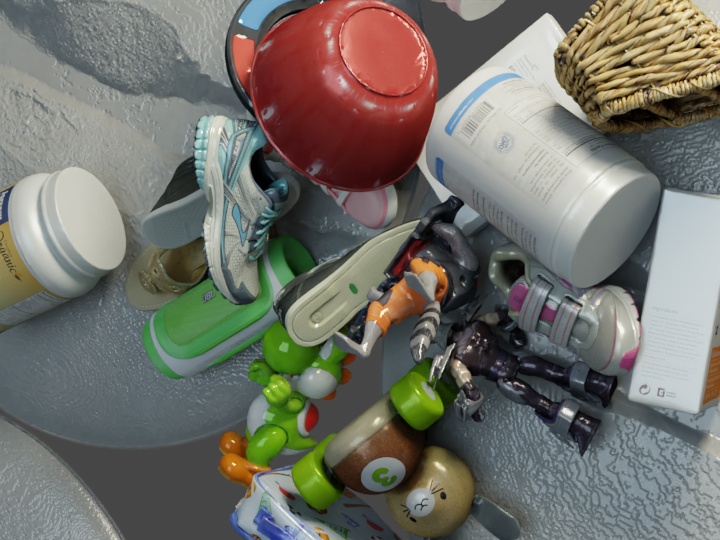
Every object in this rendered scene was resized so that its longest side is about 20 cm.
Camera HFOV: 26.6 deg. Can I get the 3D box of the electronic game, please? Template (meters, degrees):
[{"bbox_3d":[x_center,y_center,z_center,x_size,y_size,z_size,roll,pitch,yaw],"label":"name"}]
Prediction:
[{"bbox_3d":[-0.043,-0.216,1.570,0.201,0.199,0.042,60,154,12],"label":"electronic game"}]

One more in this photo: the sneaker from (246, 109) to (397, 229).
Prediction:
[{"bbox_3d":[-0.050,-0.117,1.594,0.201,0.104,0.075,57,140,17],"label":"sneaker"}]

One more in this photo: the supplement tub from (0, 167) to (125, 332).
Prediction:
[{"bbox_3d":[-0.381,-0.022,1.729,0.198,0.144,0.146,-24,81,23],"label":"supplement tub"}]

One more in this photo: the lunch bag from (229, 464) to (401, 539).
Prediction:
[{"bbox_3d":[-0.038,0.281,1.571,0.199,0.160,0.076,36,104,19],"label":"lunch bag"}]

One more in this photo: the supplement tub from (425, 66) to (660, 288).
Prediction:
[{"bbox_3d":[0.169,-0.091,1.442,0.200,0.131,0.133,41,107,29],"label":"supplement tub"}]

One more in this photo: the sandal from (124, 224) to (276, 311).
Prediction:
[{"bbox_3d":[-0.197,-0.015,1.691,0.210,0.069,0.078,-23,81,24],"label":"sandal"}]

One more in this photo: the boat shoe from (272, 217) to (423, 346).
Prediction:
[{"bbox_3d":[0.000,0.000,1.576,0.199,0.068,0.072,-32,117,-8],"label":"boat shoe"}]

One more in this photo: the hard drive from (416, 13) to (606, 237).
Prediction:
[{"bbox_3d":[0.151,-0.146,1.551,0.199,0.026,0.133,-38,75,21],"label":"hard drive"}]

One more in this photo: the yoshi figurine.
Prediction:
[{"bbox_3d":[-0.092,0.127,1.627,0.112,0.112,0.201,41,104,26],"label":"yoshi figurine"}]

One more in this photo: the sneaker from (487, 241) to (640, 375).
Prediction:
[{"bbox_3d":[0.188,0.036,1.461,0.200,0.087,0.082,44,129,47],"label":"sneaker"}]

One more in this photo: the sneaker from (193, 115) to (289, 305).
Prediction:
[{"bbox_3d":[-0.115,-0.057,1.539,0.085,0.078,0.202,-2,114,12],"label":"sneaker"}]

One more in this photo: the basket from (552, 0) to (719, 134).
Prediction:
[{"bbox_3d":[0.278,-0.171,1.395,0.143,0.200,0.149,-47,73,17],"label":"basket"}]

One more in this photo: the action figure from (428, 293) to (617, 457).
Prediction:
[{"bbox_3d":[0.150,0.103,1.512,0.198,0.070,0.131,27,70,11],"label":"action figure"}]

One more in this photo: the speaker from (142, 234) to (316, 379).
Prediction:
[{"bbox_3d":[-0.141,0.042,1.658,0.199,0.088,0.089,-31,78,22],"label":"speaker"}]

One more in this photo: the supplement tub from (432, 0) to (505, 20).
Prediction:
[{"bbox_3d":[0.077,-0.361,1.519,0.200,0.144,0.145,47,108,17],"label":"supplement tub"}]

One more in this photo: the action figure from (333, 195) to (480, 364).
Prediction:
[{"bbox_3d":[0.053,0.037,1.490,0.104,0.193,0.201,40,123,12],"label":"action figure"}]

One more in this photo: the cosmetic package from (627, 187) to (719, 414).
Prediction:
[{"bbox_3d":[0.313,0.027,1.437,0.071,0.101,0.203,11,96,23],"label":"cosmetic package"}]

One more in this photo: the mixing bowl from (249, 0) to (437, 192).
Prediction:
[{"bbox_3d":[0.000,-0.190,1.492,0.202,0.199,0.108,65,149,10],"label":"mixing bowl"}]

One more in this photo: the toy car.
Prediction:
[{"bbox_3d":[0.061,0.221,1.541,0.164,0.158,0.201,-39,87,15],"label":"toy car"}]

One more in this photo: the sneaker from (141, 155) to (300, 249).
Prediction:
[{"bbox_3d":[-0.144,-0.093,1.643,0.198,0.100,0.071,-15,129,31],"label":"sneaker"}]
